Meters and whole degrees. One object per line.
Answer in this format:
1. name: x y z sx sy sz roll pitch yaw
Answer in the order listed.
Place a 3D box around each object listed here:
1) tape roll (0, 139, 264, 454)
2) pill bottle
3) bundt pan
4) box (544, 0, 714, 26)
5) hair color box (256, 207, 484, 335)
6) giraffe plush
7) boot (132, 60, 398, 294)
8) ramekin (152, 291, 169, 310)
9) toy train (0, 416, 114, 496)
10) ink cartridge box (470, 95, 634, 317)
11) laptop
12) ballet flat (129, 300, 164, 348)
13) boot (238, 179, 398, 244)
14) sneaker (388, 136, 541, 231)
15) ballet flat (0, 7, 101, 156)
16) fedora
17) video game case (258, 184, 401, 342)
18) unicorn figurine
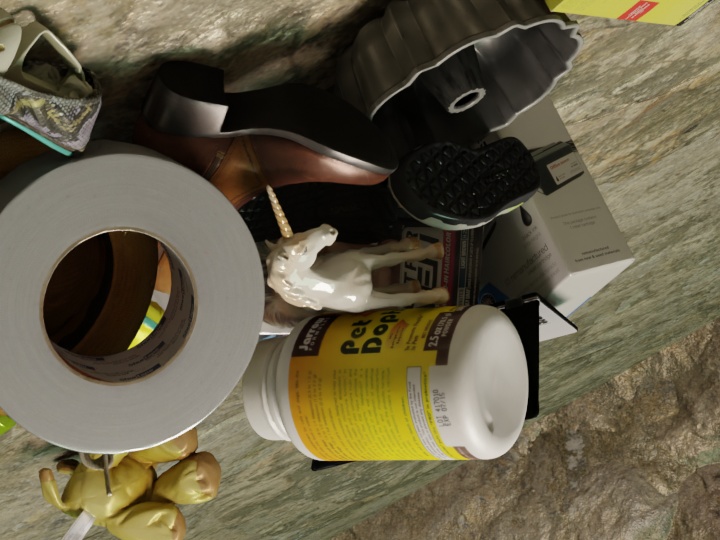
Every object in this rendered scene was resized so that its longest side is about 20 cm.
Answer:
1. tape roll: -0.167 0.017 1.031 0.199 0.202 0.066 -23 -161 -16
2. pill bottle: 0.014 0.084 1.133 0.199 0.110 0.109 -5 176 31
3. bundt pan: 0.065 -0.159 1.176 0.201 0.076 0.202 -24 164 -8
4. box: 0.197 -0.232 1.175 0.050 0.076 0.199 -38 162 34
5. hair color box: 0.000 0.000 1.305 0.198 0.101 0.061 0 -168 -15
6. giraffe plush: -0.266 0.235 1.746 0.199 0.173 0.162 -36 -174 -6
7. boot: -0.088 -0.042 1.123 0.187 0.069 0.201 9 132 -20
8. ramekin: -0.182 0.051 1.386 0.201 0.095 0.203 -25 163 -8
9. toy train: -0.263 0.105 1.244 0.115 0.201 0.085 -25 152 21
10. ink cartridge box: 0.134 -0.055 1.385 0.084 0.201 0.145 -12 158 -35
11. laptop: 0.075 0.100 1.260 0.186 0.117 0.200 -15 161 19
12. ballet flat: -0.238 0.026 1.170 0.198 0.067 0.067 8 162 24
13. boot: -0.071 -0.066 1.234 0.198 0.070 0.132 12 -166 -10
14. sneaker: 0.073 -0.056 1.237 0.083 0.072 0.199 -30 168 33
15. ballet flat: -0.214 -0.120 0.904 0.072 0.072 0.200 -32 163 16
16. fedora: -0.240 -0.003 1.079 0.199 0.202 0.082 -23 -161 -16
17. video game case: -0.019 -0.009 1.344 0.199 0.183 0.023 -25 -165 -10
18. unicorn figurine: -0.010 0.002 1.115 0.136 0.075 0.200 -5 164 -13
